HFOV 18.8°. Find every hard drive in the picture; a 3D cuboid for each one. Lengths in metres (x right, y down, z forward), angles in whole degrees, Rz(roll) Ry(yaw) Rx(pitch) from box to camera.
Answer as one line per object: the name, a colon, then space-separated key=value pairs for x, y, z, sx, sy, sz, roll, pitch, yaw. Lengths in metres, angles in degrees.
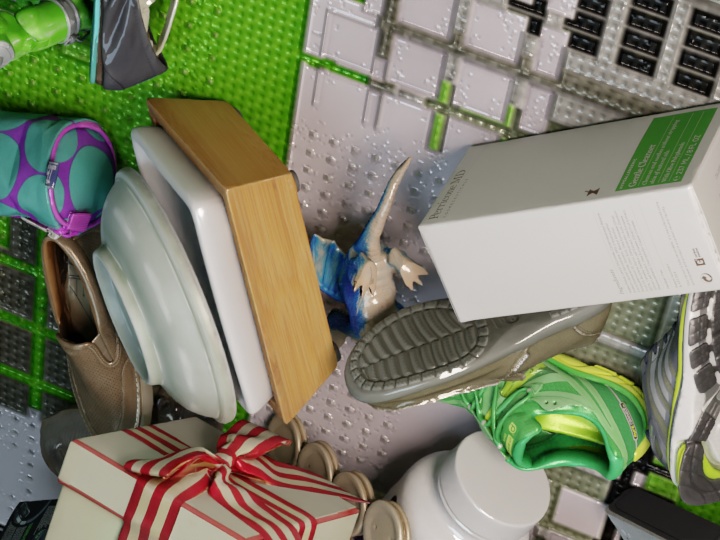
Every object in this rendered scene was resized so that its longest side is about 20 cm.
hard drive: x=0.271 y=0.258 z=1.602 sx=0.201 sy=0.033 sz=0.139 roll=56 pitch=166 yaw=-20

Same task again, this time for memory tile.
memory tile: x=-0.028 y=0.213 z=1.685 sx=0.200 sy=0.017 sz=0.154 roll=37 pitch=121 yaw=49

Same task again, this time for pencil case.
pencil case: x=-0.288 y=-0.074 z=1.643 sx=0.199 sy=0.093 sz=0.085 roll=4 pitch=168 yaw=27

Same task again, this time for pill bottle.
pill bottle: x=0.061 y=0.208 z=1.666 sx=0.111 sy=0.112 sz=0.200 roll=36 pitch=134 yaw=-2

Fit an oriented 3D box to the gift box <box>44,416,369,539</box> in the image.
gift box: x=-0.109 y=0.213 z=1.577 sx=0.199 sy=0.184 sz=0.188 roll=24 pitch=104 yaw=21

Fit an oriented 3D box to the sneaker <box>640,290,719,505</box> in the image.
sneaker: x=0.226 y=0.058 z=1.486 sx=0.081 sy=0.073 sz=0.201 roll=40 pitch=130 yaw=52

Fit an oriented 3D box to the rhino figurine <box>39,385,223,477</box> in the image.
rhino figurine: x=-0.185 y=0.131 z=1.771 sx=0.199 sy=0.060 sz=0.088 roll=-23 pitch=115 yaw=37

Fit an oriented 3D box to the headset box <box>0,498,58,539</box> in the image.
headset box: x=-0.190 y=0.268 z=1.798 sx=0.174 sy=0.093 sz=0.199 roll=39 pitch=152 yaw=-26

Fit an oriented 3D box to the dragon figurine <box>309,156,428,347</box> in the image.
dragon figurine: x=0.000 y=0.000 z=1.554 sx=0.099 sy=0.059 sz=0.201 roll=45 pitch=146 yaw=50

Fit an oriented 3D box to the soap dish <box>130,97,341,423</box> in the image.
soap dish: x=-0.088 y=-0.013 z=1.550 sx=0.157 sy=0.081 sz=0.201 roll=47 pitch=155 yaw=53

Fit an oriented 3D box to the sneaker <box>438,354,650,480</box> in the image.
sneaker: x=0.113 y=0.094 z=1.567 sx=0.199 sy=0.084 sz=0.074 roll=17 pitch=132 yaw=16

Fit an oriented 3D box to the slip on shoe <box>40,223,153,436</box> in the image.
slip on shoe: x=-0.208 y=0.053 z=1.684 sx=0.076 sy=0.060 sz=0.201 roll=12 pitch=114 yaw=31

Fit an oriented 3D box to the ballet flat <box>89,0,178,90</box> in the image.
ballet flat: x=-0.156 y=-0.216 z=1.484 sx=0.073 sy=0.073 sz=0.201 roll=13 pitch=124 yaw=18

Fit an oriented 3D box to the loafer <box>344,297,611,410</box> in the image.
loafer: x=0.087 y=0.057 z=1.513 sx=0.199 sy=0.075 sz=0.070 roll=-19 pitch=136 yaw=-1

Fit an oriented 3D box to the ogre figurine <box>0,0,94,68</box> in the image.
ogre figurine: x=-0.287 y=-0.208 z=1.516 sx=0.200 sy=0.120 sz=0.098 roll=47 pitch=132 yaw=-11

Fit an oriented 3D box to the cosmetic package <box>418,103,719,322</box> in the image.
cosmetic package: x=0.153 y=-0.036 z=1.429 sx=0.199 sy=0.108 sz=0.085 roll=-8 pitch=121 yaw=31

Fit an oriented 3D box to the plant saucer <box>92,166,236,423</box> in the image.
plant saucer: x=-0.152 y=0.026 z=1.580 sx=0.201 sy=0.050 sz=0.201 roll=59 pitch=165 yaw=27
